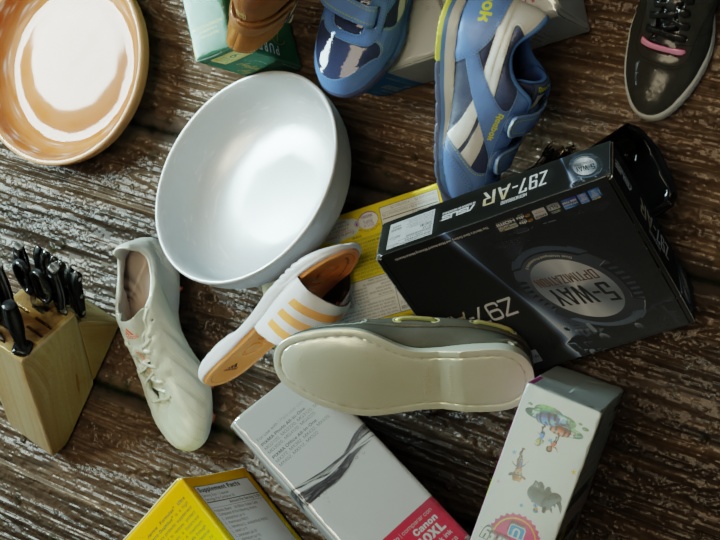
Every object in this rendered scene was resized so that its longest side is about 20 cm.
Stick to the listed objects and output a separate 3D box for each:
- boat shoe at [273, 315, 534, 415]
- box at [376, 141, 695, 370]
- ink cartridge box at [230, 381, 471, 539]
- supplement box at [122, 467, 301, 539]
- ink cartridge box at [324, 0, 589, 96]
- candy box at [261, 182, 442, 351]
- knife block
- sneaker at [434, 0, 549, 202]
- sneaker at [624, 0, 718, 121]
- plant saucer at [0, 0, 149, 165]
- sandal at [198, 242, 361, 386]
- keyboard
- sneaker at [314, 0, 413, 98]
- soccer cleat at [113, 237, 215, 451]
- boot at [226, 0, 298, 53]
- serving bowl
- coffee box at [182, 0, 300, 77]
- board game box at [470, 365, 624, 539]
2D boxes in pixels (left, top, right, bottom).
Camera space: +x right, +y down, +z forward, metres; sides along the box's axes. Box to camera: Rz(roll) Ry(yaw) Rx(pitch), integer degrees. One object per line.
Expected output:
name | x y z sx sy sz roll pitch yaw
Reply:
boat shoe | 0.035 0.070 1.167 0.201 0.060 0.072 3 113 5
box | 0.137 0.001 1.162 0.200 0.160 0.044 -19 35 25
ink cartridge box | -0.002 0.185 1.214 0.083 0.145 0.200 -41 69 -8
supplement box | -0.102 0.283 1.292 0.110 0.109 0.200 -48 69 17
ink cartridge box | 0.073 -0.243 1.234 0.200 0.084 0.145 -15 81 27
candy box | 0.000 0.000 1.288 0.200 0.026 0.102 -16 83 31
knife block | -0.311 0.074 1.368 0.064 0.175 0.200 31 102 25
sneaker | 0.103 -0.119 1.157 0.082 0.074 0.200 7 120 15
sneaker | 0.239 -0.215 1.141 0.071 0.099 0.200 23 100 24
plant saucer | -0.283 -0.200 1.441 0.200 0.037 0.201 -1 87 27
sandal | -0.058 0.052 1.269 0.207 0.079 0.059 -45 68 33
keyboard | 0.165 -0.050 1.207 0.200 0.040 0.104 -34 70 34
sneaker | 0.008 -0.233 1.174 0.074 0.082 0.200 29 103 24
soccer cleat | -0.186 0.068 1.359 0.069 0.078 0.200 -17 81 25
boot | -0.043 -0.275 1.200 0.077 0.155 0.200 27 60 2
serving bowl | -0.084 -0.071 1.304 0.200 0.066 0.201 -17 60 32
coffee box | -0.119 -0.272 1.313 0.044 0.123 0.200 -18 82 24
board game box | 0.135 0.182 1.150 0.064 0.148 0.200 20 97 16
